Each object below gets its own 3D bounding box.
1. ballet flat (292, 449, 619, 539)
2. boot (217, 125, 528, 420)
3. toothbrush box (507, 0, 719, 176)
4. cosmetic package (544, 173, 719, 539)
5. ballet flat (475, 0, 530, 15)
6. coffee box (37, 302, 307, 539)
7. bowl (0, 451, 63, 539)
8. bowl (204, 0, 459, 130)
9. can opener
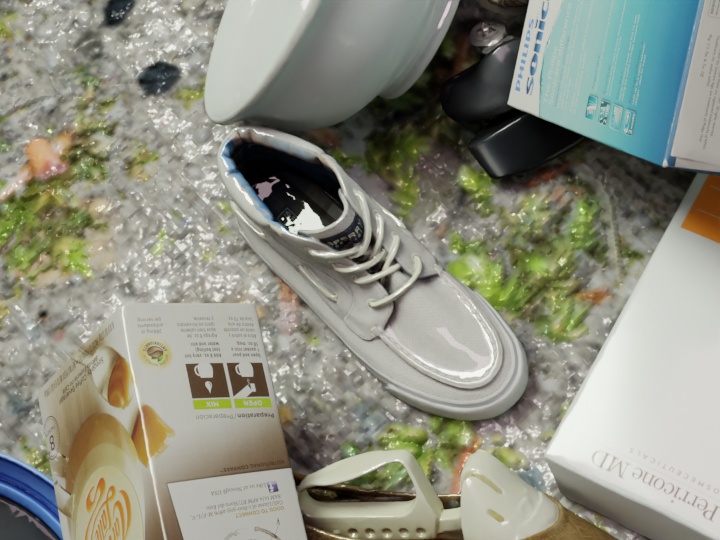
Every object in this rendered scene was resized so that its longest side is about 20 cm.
[{"bbox_3d":[0.036,0.124,1.002,0.200,0.072,0.068,1,24,18],"label":"ballet flat"},{"bbox_3d":[0.000,0.000,1.054,0.200,0.096,0.074,36,80,24],"label":"boot"},{"bbox_3d":[0.157,-0.131,0.974,0.085,0.200,0.147,8,99,-20],"label":"toothbrush box"},{"bbox_3d":[0.185,0.039,1.007,0.101,0.071,0.200,24,76,21],"label":"cosmetic package"},{"bbox_3d":[0.099,-0.225,1.125,0.067,0.046,0.200,13,51,7],"label":"ballet flat"},{"bbox_3d":[-0.090,0.130,0.997,0.080,0.114,0.200,1,63,-32],"label":"coffee box"},{"bbox_3d":[-0.222,0.189,1.030,0.200,0.039,0.201,2,70,-6],"label":"bowl"},{"bbox_3d":[-0.003,-0.155,1.096,0.090,0.201,0.201,24,71,-18],"label":"bowl"},{"bbox_3d":[0.133,-0.133,1.107,0.200,0.079,0.063,-35,25,-6],"label":"can opener"}]
